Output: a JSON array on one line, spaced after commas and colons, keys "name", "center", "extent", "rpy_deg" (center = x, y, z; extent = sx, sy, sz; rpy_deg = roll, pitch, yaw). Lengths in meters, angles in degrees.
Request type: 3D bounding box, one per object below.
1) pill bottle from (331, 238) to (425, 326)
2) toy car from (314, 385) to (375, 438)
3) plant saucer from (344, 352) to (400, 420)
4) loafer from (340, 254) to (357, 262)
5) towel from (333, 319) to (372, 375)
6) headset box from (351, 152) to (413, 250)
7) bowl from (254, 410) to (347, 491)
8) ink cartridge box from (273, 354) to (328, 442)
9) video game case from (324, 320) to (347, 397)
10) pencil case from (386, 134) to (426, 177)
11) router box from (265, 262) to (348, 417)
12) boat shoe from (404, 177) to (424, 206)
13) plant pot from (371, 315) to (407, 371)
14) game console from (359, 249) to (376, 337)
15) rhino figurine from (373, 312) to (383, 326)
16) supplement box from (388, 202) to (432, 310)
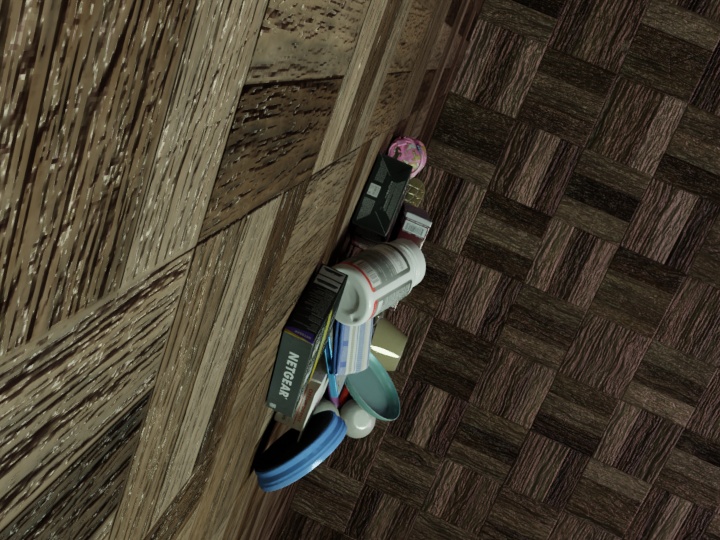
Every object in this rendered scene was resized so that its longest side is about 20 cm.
[{"name": "pill bottle", "center": [0.029, 0.015, 1.369], "extent": [0.199, 0.113, 0.115], "rpy_deg": [-27, 146, -48]}, {"name": "toy car", "center": [-0.061, 0.289, 1.639], "extent": [0.175, 0.195, 0.154], "rpy_deg": [160, -69, -71]}, {"name": "plant saucer", "center": [0.014, 0.243, 1.614], "extent": [0.027, 0.201, 0.200], "rpy_deg": [-36, -173, 19]}, {"name": "loafer", "center": [0.000, 0.000, 1.518], "extent": [0.200, 0.067, 0.077], "rpy_deg": [-91, 166, -81]}, {"name": "towel", "center": [-0.014, 0.129, 1.466], "extent": [0.200, 0.023, 0.151], "rpy_deg": [10, 85, -73]}, {"name": "headset box", "center": [0.040, -0.124, 1.487], "extent": [0.200, 0.074, 0.151], "rpy_deg": [96, 16, -77]}, {"name": "bowl", "center": [-0.117, 0.337, 1.406], "extent": [0.199, 0.040, 0.201], "rpy_deg": [-34, -173, 4]}, {"name": "ink cartridge box", "center": [-0.107, 0.227, 1.438], "extent": [0.200, 0.067, 0.118], "rpy_deg": [-59, 170, -69]}, {"name": "video game case", "center": [-0.046, 0.121, 1.437], "extent": [0.144, 0.017, 0.204], "rpy_deg": [-62, 148, -62]}, {"name": "pencil case", "center": [0.105, -0.253, 1.646], "extent": [0.087, 0.082, 0.200], "rpy_deg": [-52, 179, 12]}, {"name": "router box", "center": [-0.087, 0.114, 1.192], "extent": [0.158, 0.051, 0.202], "rpy_deg": [-64, 174, -45]}, {"name": "boat shoe", "center": [0.065, -0.132, 1.684], "extent": [0.201, 0.072, 0.068], "rpy_deg": [-48, -166, -4]}, {"name": "plant pot", "center": [0.015, 0.175, 1.904], "extent": [0.187, 0.196, 0.191], "rpy_deg": [22, 90, -86]}, {"name": "game console", "center": [0.007, 0.077, 1.703], "extent": [0.179, 0.030, 0.201], "rpy_deg": [-66, 153, -27]}, {"name": "rhino figurine", "center": [0.048, 0.028, 1.686], "extent": [0.087, 0.059, 0.204], "rpy_deg": [35, 65, -57]}, {"name": "supplement box", "center": [0.082, -0.031, 1.555], "extent": [0.109, 0.060, 0.203], "rpy_deg": [-93, -155, -74]}]
